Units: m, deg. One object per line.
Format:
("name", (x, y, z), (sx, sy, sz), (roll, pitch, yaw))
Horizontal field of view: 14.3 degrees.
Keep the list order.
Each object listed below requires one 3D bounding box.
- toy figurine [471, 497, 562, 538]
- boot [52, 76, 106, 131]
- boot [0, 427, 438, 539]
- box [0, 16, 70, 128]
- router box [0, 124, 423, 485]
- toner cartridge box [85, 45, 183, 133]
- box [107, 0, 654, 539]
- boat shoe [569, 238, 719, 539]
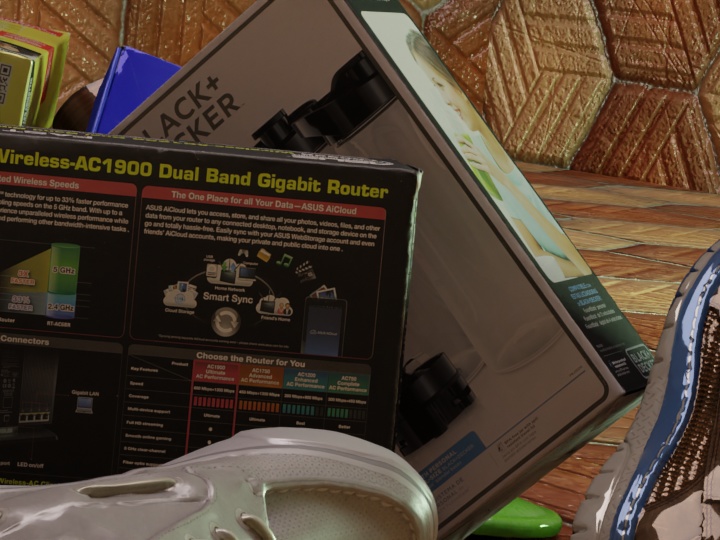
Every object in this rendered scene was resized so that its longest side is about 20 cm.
("toy figurine", (0.000, 0.000, 1.166), (0.199, 0.185, 0.150), (10, 4, 25))
("boot", (-0.025, -0.017, 1.345), (0.186, 0.200, 0.064), (-23, -23, -34))
("boot", (-0.052, 0.095, 0.828), (0.199, 0.074, 0.095), (-6, 16, -25))
("box", (-0.180, -0.089, 1.327), (0.075, 0.050, 0.200), (14, 7, -2))
("router box", (-0.084, 0.028, 0.996), (0.199, 0.151, 0.062), (5, 5, -6))
("toner cartridge box", (-0.031, -0.020, 1.282), (0.199, 0.095, 0.043), (21, -34, -10))
("box", (0.007, -0.004, 1.069), (0.116, 0.200, 0.060), (-38, -11, 20))
("boat shoe", (0.137, 0.060, 0.990), (0.072, 0.073, 0.200), (2, 41, 27))
